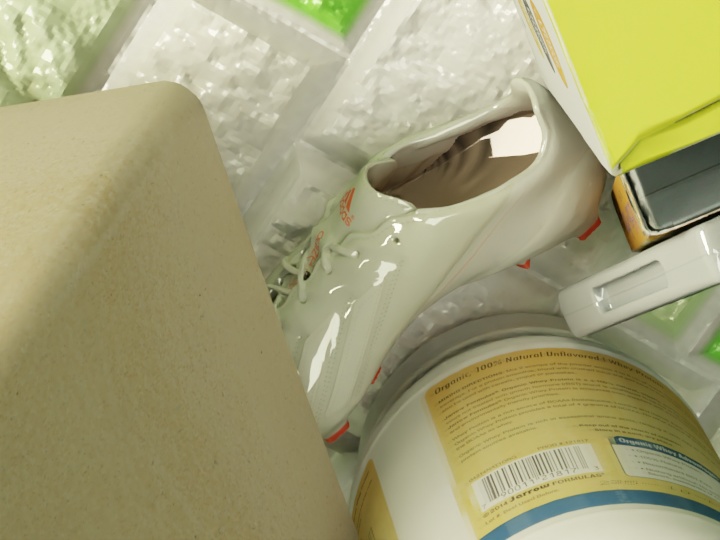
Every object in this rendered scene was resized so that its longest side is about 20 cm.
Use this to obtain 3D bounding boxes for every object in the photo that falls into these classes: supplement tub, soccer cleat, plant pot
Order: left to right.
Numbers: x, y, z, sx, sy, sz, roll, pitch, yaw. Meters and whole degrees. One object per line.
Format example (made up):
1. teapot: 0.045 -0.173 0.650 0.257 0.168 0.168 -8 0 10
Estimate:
1. plant pot: -0.143 0.074 1.002 0.199 0.177 0.201 -7 117 24
2. soccer cleat: 0.000 0.000 1.081 0.200 0.069 0.078 -37 141 3
3. supplement tub: 0.073 0.112 1.070 0.144 0.200 0.145 -3 115 -8

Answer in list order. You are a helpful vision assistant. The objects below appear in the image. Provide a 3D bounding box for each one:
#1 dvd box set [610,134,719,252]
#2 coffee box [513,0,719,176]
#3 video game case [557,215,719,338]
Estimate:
1. dvd box set: 0.158 -0.048 1.019 0.146 0.200 0.029 -24 87 4
2. coffee box: 0.124 -0.172 0.937 0.199 0.198 0.200 -22 102 3
3. video game case: 0.182 -0.027 1.022 0.199 0.182 0.023 -21 87 -12
